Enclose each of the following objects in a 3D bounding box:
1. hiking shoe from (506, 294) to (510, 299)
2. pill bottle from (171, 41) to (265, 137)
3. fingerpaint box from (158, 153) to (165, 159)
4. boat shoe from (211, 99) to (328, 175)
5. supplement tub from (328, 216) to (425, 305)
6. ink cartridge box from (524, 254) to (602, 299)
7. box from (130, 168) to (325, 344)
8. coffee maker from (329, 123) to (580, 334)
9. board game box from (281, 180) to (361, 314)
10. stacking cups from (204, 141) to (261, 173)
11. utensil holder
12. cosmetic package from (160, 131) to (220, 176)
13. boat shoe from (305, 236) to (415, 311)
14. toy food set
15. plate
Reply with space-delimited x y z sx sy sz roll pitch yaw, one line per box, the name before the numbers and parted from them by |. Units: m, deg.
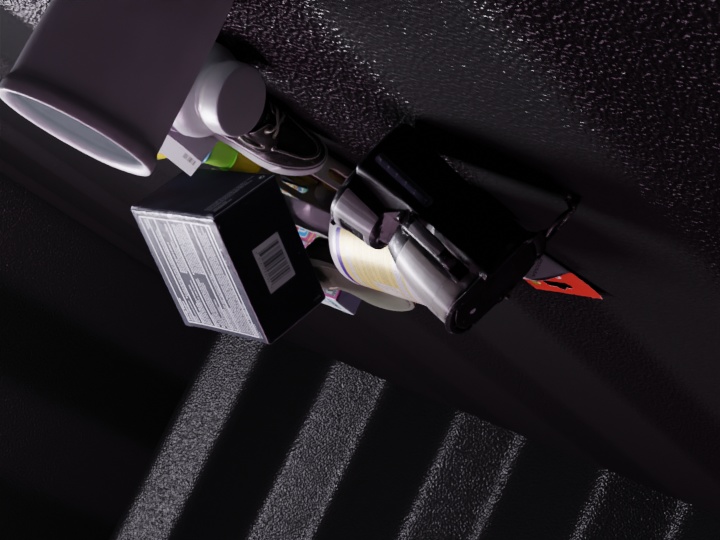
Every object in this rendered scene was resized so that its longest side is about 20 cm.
hiking shoe | 0.136 -0.007 1.924 0.086 0.075 0.200 17 177 36
pill bottle | -0.209 -0.217 1.577 0.199 0.113 0.112 20 169 34
fingerpaint box | -0.358 -0.238 1.988 0.199 0.074 0.167 30 170 -21
boat shoe | -0.126 -0.177 1.689 0.199 0.071 0.064 21 158 -18
supplement tub | 0.073 -0.035 1.696 0.199 0.146 0.145 17 167 46
ink cartridge box | 0.201 0.000 1.828 0.200 0.050 0.162 35 168 -26
box | -0.180 -0.025 1.861 0.198 0.123 0.201 8 128 47
coffee maker | 0.097 -0.060 1.504 0.200 0.192 0.135 45 154 19
board game box | -0.068 -0.037 2.054 0.199 0.148 0.064 19 170 37
stacking cups | -0.228 -0.170 1.846 0.199 0.061 0.060 9 -178 -35
utensil holder | -0.240 -0.222 1.368 0.169 0.201 0.170 25 170 5
cosmetic package | -0.262 -0.214 1.704 0.200 0.083 0.051 39 150 -8
boat shoe | 0.000 0.000 1.855 0.200 0.061 0.072 18 151 33
toy food set | -0.062 -0.117 1.878 0.143 0.061 0.200 30 169 -22
plate | -0.089 -0.080 1.923 0.199 0.032 0.199 22 180 37
